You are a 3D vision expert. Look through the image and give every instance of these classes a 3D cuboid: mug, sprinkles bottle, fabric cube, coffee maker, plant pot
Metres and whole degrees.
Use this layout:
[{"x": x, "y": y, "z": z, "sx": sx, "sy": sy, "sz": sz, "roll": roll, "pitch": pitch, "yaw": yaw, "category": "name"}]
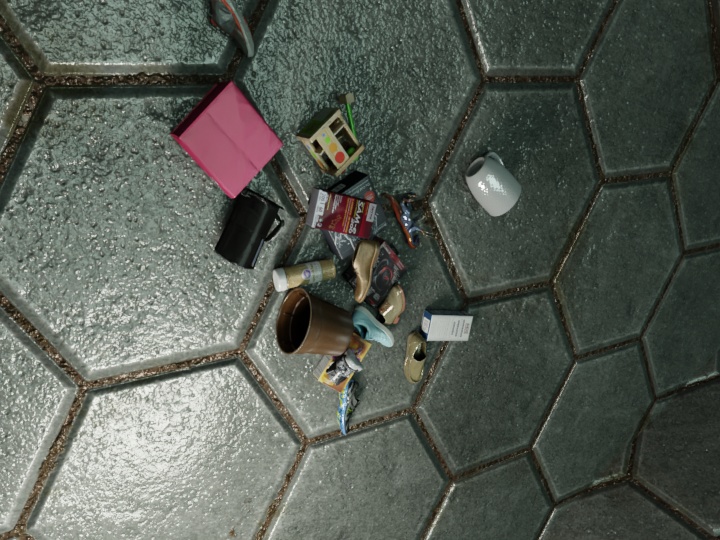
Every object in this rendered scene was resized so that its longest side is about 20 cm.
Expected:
[{"x": 0.463, "y": -0.326, "z": 1.896, "sx": 0.174, "sy": 0.146, "sz": 0.205, "roll": 38, "pitch": 57, "yaw": -24, "category": "mug"}, {"x": -0.176, "y": 0.011, "z": 1.689, "sx": 0.194, "sy": 0.068, "sz": 0.071, "roll": -13, "pitch": 111, "yaw": -25, "category": "sprinkles bottle"}, {"x": -0.354, "y": -0.346, "z": 1.410, "sx": 0.201, "sy": 0.195, "sz": 0.200, "roll": -47, "pitch": 121, "yaw": -6, "category": "fabric cube"}, {"x": -0.327, "y": -0.120, "z": 1.510, "sx": 0.190, "sy": 0.133, "sz": 0.205, "roll": 21, "pitch": 97, "yaw": -56, "category": "coffee maker"}, {"x": -0.136, "y": 0.179, "z": 1.698, "sx": 0.194, "sy": 0.199, "sz": 0.206, "roll": 19, "pitch": 97, "yaw": -37, "category": "plant pot"}]

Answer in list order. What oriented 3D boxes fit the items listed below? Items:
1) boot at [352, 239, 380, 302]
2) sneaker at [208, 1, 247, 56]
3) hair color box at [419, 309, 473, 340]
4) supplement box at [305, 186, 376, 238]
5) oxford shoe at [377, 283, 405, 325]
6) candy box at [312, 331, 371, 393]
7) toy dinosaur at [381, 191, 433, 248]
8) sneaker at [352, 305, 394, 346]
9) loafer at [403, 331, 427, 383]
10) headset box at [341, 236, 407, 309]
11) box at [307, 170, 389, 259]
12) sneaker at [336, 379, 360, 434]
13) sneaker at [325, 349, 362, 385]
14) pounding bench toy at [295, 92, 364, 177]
[{"x": 0.000, "y": 0.000, "z": 1.687, "sx": 0.073, "sy": 0.073, "sz": 0.207, "roll": 6, "pitch": 106, "yaw": -26, "category": "boot"}, {"x": -0.349, "y": -0.651, "z": 1.406, "sx": 0.080, "sy": 0.078, "sz": 0.204, "roll": -22, "pitch": 117, "yaw": 11, "category": "sneaker"}, {"x": 0.323, "y": 0.206, "z": 2.018, "sx": 0.193, "sy": 0.060, "sz": 0.104, "roll": 4, "pitch": 104, "yaw": -28, "category": "hair color box"}, {"x": -0.056, "y": -0.168, "z": 1.582, "sx": 0.194, "sy": 0.061, "sz": 0.113, "roll": 8, "pitch": 100, "yaw": -29, "category": "supplement box"}, {"x": 0.102, "y": 0.126, "z": 1.828, "sx": 0.072, "sy": 0.071, "sz": 0.204, "roll": -15, "pitch": 141, "yaw": -22, "category": "oxford shoe"}, {"x": -0.062, "y": 0.305, "z": 1.847, "sx": 0.115, "sy": 0.056, "sz": 0.203, "roll": 34, "pitch": 90, "yaw": -32, "category": "candy box"}, {"x": 0.160, "y": -0.168, "z": 1.831, "sx": 0.192, "sy": 0.106, "sz": 0.188, "roll": 12, "pitch": 118, "yaw": 8, "category": "toy dinosaur"}, {"x": 0.036, "y": 0.215, "z": 1.849, "sx": 0.199, "sy": 0.073, "sz": 0.083, "roll": 43, "pitch": 57, "yaw": -21, "category": "sneaker"}, {"x": 0.205, "y": 0.331, "z": 1.989, "sx": 0.074, "sy": 0.067, "sz": 0.208, "roll": -11, "pitch": 110, "yaw": -24, "category": "loafer"}, {"x": 0.056, "y": -0.001, "z": 1.803, "sx": 0.201, "sy": 0.075, "sz": 0.149, "roll": -48, "pitch": 121, "yaw": -7, "category": "headset box"}, {"x": -0.035, "y": -0.176, "z": 1.685, "sx": 0.197, "sy": 0.104, "sz": 0.186, "roll": -35, "pitch": 119, "yaw": -14, "category": "box"}, {"x": -0.039, "y": 0.487, "z": 1.905, "sx": 0.080, "sy": 0.071, "sz": 0.208, "roll": 2, "pitch": 101, "yaw": -21, "category": "sneaker"}, {"x": -0.054, "y": 0.317, "z": 1.723, "sx": 0.113, "sy": 0.200, "sz": 0.076, "roll": -40, "pitch": 85, "yaw": -5, "category": "sneaker"}, {"x": -0.060, "y": -0.400, "z": 1.591, "sx": 0.200, "sy": 0.124, "sz": 0.157, "roll": -46, "pitch": 120, "yaw": -8, "category": "pounding bench toy"}]
